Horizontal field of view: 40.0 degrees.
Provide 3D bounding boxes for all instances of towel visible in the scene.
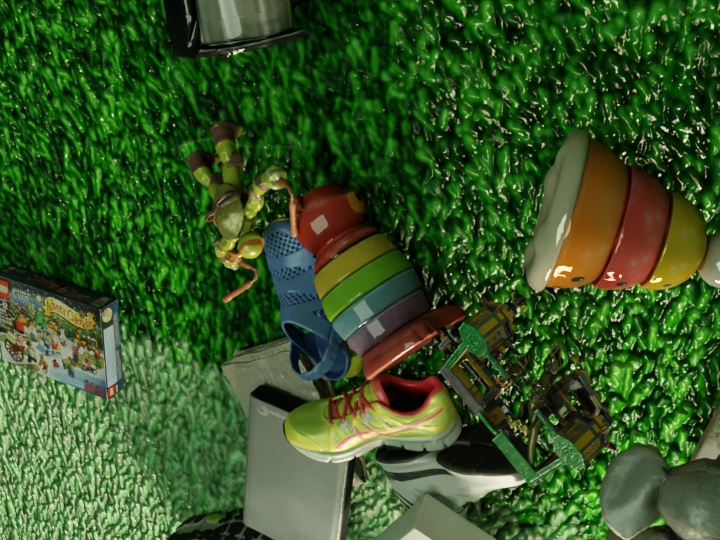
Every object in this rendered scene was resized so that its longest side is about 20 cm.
[{"bbox_3d":[-0.081,0.179,1.206,0.131,0.034,0.203,-16,104,36],"label":"towel"}]

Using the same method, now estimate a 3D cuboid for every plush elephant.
[{"bbox_3d":[0.288,0.219,0.834,0.163,0.199,0.158,18,103,29],"label":"plush elephant"}]

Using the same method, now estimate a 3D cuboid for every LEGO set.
[{"bbox_3d":[0.176,0.102,0.958,0.200,0.115,0.155,46,153,19],"label":"LEGO set"}]

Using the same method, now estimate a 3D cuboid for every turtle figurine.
[{"bbox_3d":[-0.142,-0.067,1.079,0.201,0.063,0.163,-55,52,46],"label":"turtle figurine"}]

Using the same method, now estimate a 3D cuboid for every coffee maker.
[{"bbox_3d":[-0.154,-0.318,0.964,0.189,0.134,0.204,2,112,31],"label":"coffee maker"}]

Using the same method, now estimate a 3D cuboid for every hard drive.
[{"bbox_3d":[-0.075,0.248,1.193,0.138,0.033,0.203,19,121,22],"label":"hard drive"}]

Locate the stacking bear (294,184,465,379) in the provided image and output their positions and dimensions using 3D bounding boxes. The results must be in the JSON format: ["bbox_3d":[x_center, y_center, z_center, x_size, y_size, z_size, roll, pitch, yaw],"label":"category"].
[{"bbox_3d":[0.000,0.000,1.036,0.113,0.121,0.202,-37,81,30],"label":"stacking bear"}]

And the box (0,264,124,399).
[{"bbox_3d":[-0.416,0.083,1.359,0.197,0.038,0.139,15,118,25],"label":"box"}]

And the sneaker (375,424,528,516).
[{"bbox_3d":[0.117,0.240,1.101,0.198,0.076,0.117,-5,117,41],"label":"sneaker"}]

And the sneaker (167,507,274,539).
[{"bbox_3d":[-0.172,0.375,1.334,0.198,0.077,0.086,-10,117,41],"label":"sneaker"}]

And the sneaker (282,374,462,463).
[{"bbox_3d":[0.009,0.149,1.077,0.196,0.079,0.091,-8,133,5],"label":"sneaker"}]

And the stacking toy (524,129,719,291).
[{"bbox_3d":[0.253,-0.030,0.871,0.197,0.147,0.148,17,120,6],"label":"stacking toy"}]

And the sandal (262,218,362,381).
[{"bbox_3d":[-0.059,0.040,1.098,0.079,0.087,0.203,-17,100,37],"label":"sandal"}]

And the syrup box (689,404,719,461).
[{"bbox_3d":[0.365,0.132,0.887,0.078,0.081,0.203,27,125,19],"label":"syrup box"}]

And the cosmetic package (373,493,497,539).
[{"bbox_3d":[0.112,0.353,1.115,0.198,0.052,0.151,33,137,-4],"label":"cosmetic package"}]
